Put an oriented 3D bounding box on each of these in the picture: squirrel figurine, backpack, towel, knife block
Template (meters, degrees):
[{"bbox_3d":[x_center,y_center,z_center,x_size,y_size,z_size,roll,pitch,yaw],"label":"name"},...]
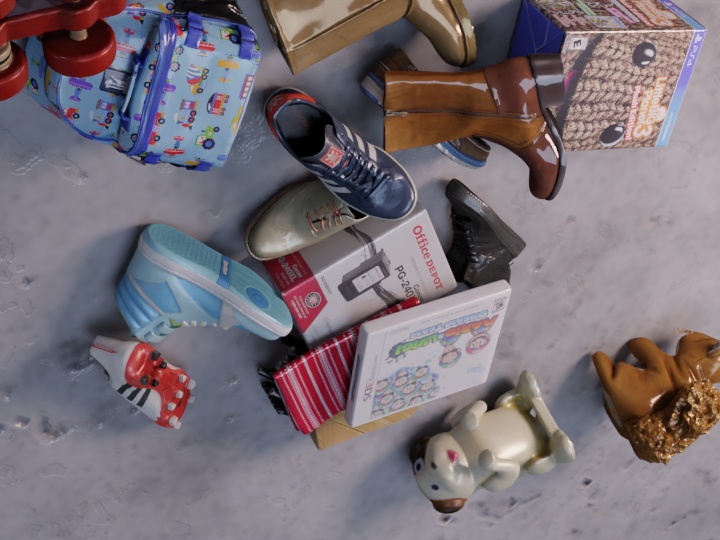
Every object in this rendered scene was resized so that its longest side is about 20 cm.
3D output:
[{"bbox_3d":[0.451,0.175,2.022,0.186,0.200,0.142,-23,129,0],"label":"squirrel figurine"},{"bbox_3d":[-0.219,-0.198,1.396,0.199,0.135,0.183,10,118,-32],"label":"backpack"},{"bbox_3d":[-0.004,0.117,1.736,0.200,0.023,0.145,-28,144,-8],"label":"towel"},{"bbox_3d":[-0.028,0.135,1.812,0.199,0.064,0.176,-18,132,-17],"label":"knife block"}]

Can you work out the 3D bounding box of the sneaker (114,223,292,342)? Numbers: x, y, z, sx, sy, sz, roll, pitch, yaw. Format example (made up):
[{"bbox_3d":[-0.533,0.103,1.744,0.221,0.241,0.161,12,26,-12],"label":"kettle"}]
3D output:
[{"bbox_3d":[-0.186,0.046,1.618,0.200,0.080,0.131,33,112,-10],"label":"sneaker"}]

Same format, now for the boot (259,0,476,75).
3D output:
[{"bbox_3d":[0.009,-0.260,1.521,0.200,0.066,0.176,-27,115,-10],"label":"boot"}]

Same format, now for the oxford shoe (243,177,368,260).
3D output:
[{"bbox_3d":[-0.042,-0.072,1.622,0.200,0.074,0.071,-32,107,-5],"label":"oxford shoe"}]

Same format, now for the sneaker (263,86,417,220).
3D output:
[{"bbox_3d":[-0.023,-0.120,1.540,0.200,0.085,0.075,36,97,-8],"label":"sneaker"}]

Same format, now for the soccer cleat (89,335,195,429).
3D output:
[{"bbox_3d":[-0.256,0.129,1.682,0.069,0.085,0.200,-64,160,-17],"label":"soccer cleat"}]

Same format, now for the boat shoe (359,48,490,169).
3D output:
[{"bbox_3d":[0.091,-0.183,1.626,0.200,0.072,0.072,29,106,-41],"label":"boat shoe"}]

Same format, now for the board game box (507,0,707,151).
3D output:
[{"bbox_3d":[0.279,-0.232,1.676,0.199,0.097,0.160,-6,127,-26],"label":"board game box"}]

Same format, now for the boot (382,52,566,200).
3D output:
[{"bbox_3d":[0.125,-0.146,1.575,0.199,0.069,0.189,-9,135,-1],"label":"boot"}]

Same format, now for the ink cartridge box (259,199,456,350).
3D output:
[{"bbox_3d":[0.000,0.000,1.708,0.200,0.083,0.145,-30,134,-5],"label":"ink cartridge box"}]

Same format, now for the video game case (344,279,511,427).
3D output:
[{"bbox_3d":[0.081,0.103,1.745,0.199,0.024,0.182,-17,141,-23],"label":"video game case"}]

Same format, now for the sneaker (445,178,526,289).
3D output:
[{"bbox_3d":[0.140,-0.027,1.783,0.104,0.060,0.200,-47,137,4],"label":"sneaker"}]

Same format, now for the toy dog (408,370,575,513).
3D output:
[{"bbox_3d":[0.165,0.249,1.982,0.199,0.140,0.194,-23,169,-15],"label":"toy dog"}]

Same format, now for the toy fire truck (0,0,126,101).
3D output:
[{"bbox_3d":[-0.313,-0.254,1.276,0.199,0.168,0.112,-18,142,-18],"label":"toy fire truck"}]
